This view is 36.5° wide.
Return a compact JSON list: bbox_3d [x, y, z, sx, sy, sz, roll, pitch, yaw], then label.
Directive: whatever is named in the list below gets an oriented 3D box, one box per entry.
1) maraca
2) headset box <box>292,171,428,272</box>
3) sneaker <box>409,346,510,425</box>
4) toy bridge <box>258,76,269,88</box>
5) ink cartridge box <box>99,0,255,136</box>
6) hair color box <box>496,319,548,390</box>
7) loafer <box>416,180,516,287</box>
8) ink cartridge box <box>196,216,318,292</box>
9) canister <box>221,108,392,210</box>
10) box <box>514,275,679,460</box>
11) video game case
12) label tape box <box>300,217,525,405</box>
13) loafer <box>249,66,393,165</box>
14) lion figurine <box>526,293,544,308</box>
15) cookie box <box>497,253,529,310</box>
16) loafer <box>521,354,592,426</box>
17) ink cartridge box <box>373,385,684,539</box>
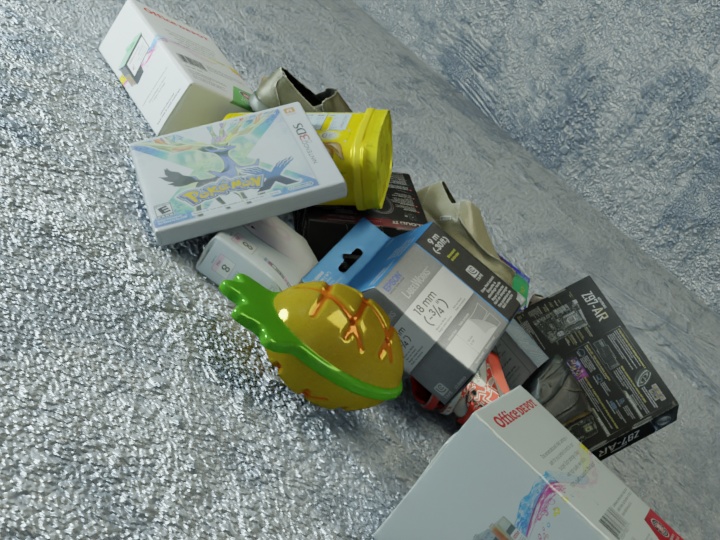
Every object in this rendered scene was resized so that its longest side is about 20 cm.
[{"bbox_3d":[-0.041,0.061,0.991,0.198,0.108,0.137,26,14,-33],"label":"maraca"},{"bbox_3d":[-0.002,-0.053,1.309,0.146,0.076,0.201,5,26,-10],"label":"headset box"},{"bbox_3d":[0.119,0.153,1.166,0.107,0.067,0.203,-4,57,-33],"label":"sneaker"},{"bbox_3d":[-0.099,-0.200,1.452,0.066,0.027,0.201,14,32,-16],"label":"toy bridge"},{"bbox_3d":[-0.225,-0.240,1.393,0.144,0.084,0.201,17,28,-49],"label":"ink cartridge box"},{"bbox_3d":[0.147,0.102,1.270,0.060,0.099,0.201,13,31,-51],"label":"hair color box"},{"bbox_3d":[0.132,-0.050,1.387,0.200,0.068,0.076,46,6,33],"label":"loafer"},{"bbox_3d":[-0.064,0.017,1.150,0.198,0.057,0.163,33,18,-2],"label":"ink cartridge box"},{"bbox_3d":[-0.068,-0.130,1.263,0.196,0.088,0.149,1,28,9],"label":"canister"},{"bbox_3d":[0.256,0.124,1.299,0.201,0.158,0.044,60,-7,33],"label":"box"},{"bbox_3d":[-0.133,-0.107,1.146,0.197,0.022,0.183,-16,39,-11],"label":"video game case"},{"bbox_3d":[0.058,0.021,1.146,0.199,0.064,0.144,40,43,4],"label":"label tape box"},{"bbox_3d":[-0.039,-0.186,1.353,0.198,0.070,0.075,26,20,-16],"label":"loafer"},{"bbox_3d":[0.184,0.089,1.408,0.197,0.124,0.072,13,12,-21],"label":"lion figurine"},{"bbox_3d":[0.137,0.000,1.536,0.199,0.076,0.171,37,19,-1],"label":"cookie box"},{"bbox_3d":[0.170,0.168,1.093,0.072,0.073,0.200,45,55,3],"label":"loafer"},{"bbox_3d":[0.142,0.221,0.897,0.200,0.145,0.145,44,18,17],"label":"ink cartridge box"}]
